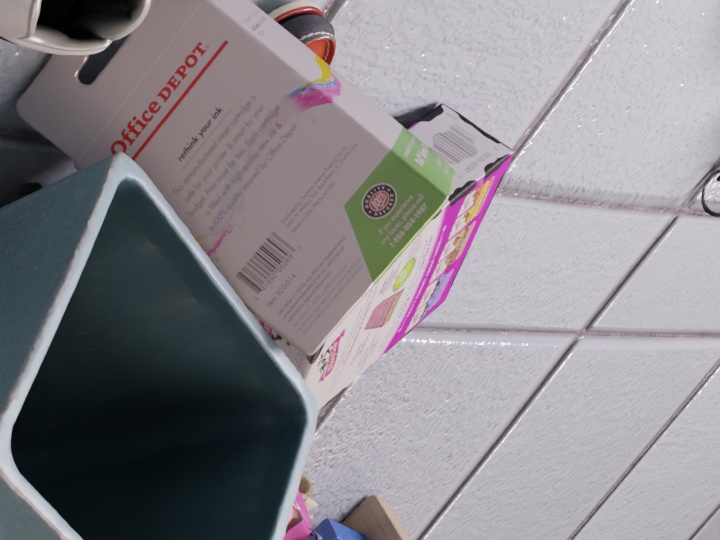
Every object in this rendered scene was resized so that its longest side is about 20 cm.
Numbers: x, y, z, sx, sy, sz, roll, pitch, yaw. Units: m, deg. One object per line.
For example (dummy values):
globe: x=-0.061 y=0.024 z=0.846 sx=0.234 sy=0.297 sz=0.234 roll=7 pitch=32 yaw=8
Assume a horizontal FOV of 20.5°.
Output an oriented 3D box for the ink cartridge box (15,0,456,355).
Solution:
ink cartridge box: x=-0.063 y=-0.066 z=1.031 sx=0.117 sy=0.200 sz=0.067 roll=-49 pitch=-175 yaw=17

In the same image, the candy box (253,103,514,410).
candy box: x=0.000 y=0.000 z=1.200 sx=0.200 sy=0.061 sz=0.136 roll=-39 pitch=159 yaw=-47

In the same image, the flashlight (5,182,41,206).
flashlight: x=-0.198 y=0.045 z=1.101 sx=0.200 sy=0.068 sz=0.068 roll=-57 pitch=-174 yaw=24

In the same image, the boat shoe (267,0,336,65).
boat shoe: x=-0.063 y=-0.057 z=1.112 sx=0.071 sy=0.063 sz=0.200 roll=1 pitch=131 yaw=-46

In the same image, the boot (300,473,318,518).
boot: x=-0.095 y=0.199 z=1.410 sx=0.155 sy=0.072 sz=0.200 roll=-37 pitch=143 yaw=-4

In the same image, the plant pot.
plant pot: x=-0.170 y=0.095 z=0.985 sx=0.200 sy=0.196 sz=0.196 roll=-15 pitch=129 yaw=29

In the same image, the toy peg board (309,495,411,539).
toy peg board: x=-0.036 y=0.291 z=1.496 sx=0.199 sy=0.200 sz=0.098 roll=-46 pitch=135 yaw=12

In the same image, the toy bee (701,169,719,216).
toy bee: x=0.364 y=-0.102 z=1.482 sx=0.109 sy=0.131 sz=0.200 roll=22 pitch=153 yaw=-30

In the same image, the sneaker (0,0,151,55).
sneaker: x=-0.121 y=-0.129 z=0.883 sx=0.200 sy=0.088 sz=0.074 roll=-32 pitch=143 yaw=-60

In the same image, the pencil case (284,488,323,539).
pencil case: x=-0.127 y=0.188 z=1.288 sx=0.200 sy=0.091 sz=0.094 roll=-29 pitch=159 yaw=-8
